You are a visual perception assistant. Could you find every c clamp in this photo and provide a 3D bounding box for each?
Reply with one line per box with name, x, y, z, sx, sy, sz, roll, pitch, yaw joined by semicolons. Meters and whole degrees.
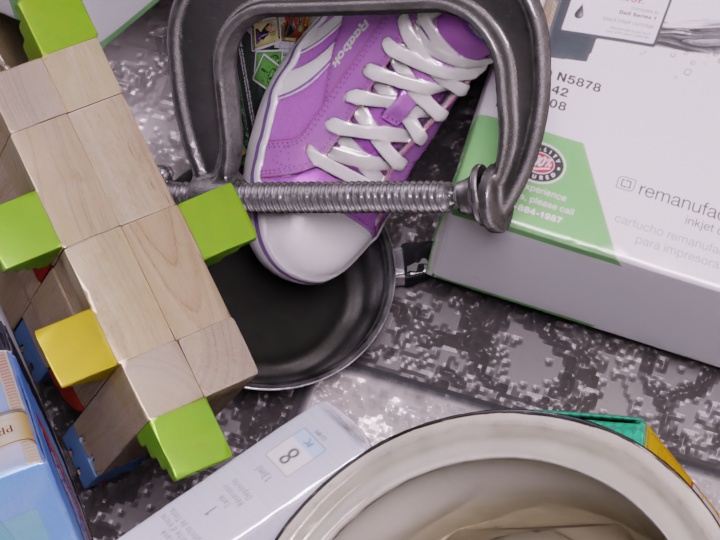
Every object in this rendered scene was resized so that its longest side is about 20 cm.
c clamp;-0.008;-0.054;1.134;0.200;0.027;0.171;-6;97;28

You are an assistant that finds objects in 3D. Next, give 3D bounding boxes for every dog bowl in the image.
dog bowl;0.055;0.156;1.007;0.200;0.074;0.200;-9;64;18

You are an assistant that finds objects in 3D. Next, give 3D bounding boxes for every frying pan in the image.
frying pan;-0.009;-0.014;1.224;0.190;0.031;0.115;-25;72;-17

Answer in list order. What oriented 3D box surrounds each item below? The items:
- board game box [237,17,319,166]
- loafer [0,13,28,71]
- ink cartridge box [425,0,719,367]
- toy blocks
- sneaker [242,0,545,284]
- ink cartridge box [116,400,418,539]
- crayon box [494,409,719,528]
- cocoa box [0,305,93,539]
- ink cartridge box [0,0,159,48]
board game box;-0.027;-0.149;1.182;0.105;0.200;0.023;-32;44;-27
loafer;-0.177;-0.104;1.240;0.067;0.076;0.200;-43;74;-7
ink cartridge box;0.128;-0.077;1.204;0.146;0.084;0.200;17;67;2
toy blocks;-0.113;0.002;1.139;0.100;0.137;0.200;-23;82;-22
sneaker;0.018;-0.083;1.155;0.073;0.114;0.201;24;90;-21
ink cartridge box;-0.057;0.168;1.090;0.200;0.160;0.047;-35;39;-12
crayon box;0.089;0.169;1.099;0.058;0.119;0.200;2;68;24
cocoa box;-0.211;0.119;1.104;0.200;0.133;0.131;-20;37;-6
ink cartridge box;-0.147;-0.195;1.202;0.200;0.088;0.145;24;55;34
